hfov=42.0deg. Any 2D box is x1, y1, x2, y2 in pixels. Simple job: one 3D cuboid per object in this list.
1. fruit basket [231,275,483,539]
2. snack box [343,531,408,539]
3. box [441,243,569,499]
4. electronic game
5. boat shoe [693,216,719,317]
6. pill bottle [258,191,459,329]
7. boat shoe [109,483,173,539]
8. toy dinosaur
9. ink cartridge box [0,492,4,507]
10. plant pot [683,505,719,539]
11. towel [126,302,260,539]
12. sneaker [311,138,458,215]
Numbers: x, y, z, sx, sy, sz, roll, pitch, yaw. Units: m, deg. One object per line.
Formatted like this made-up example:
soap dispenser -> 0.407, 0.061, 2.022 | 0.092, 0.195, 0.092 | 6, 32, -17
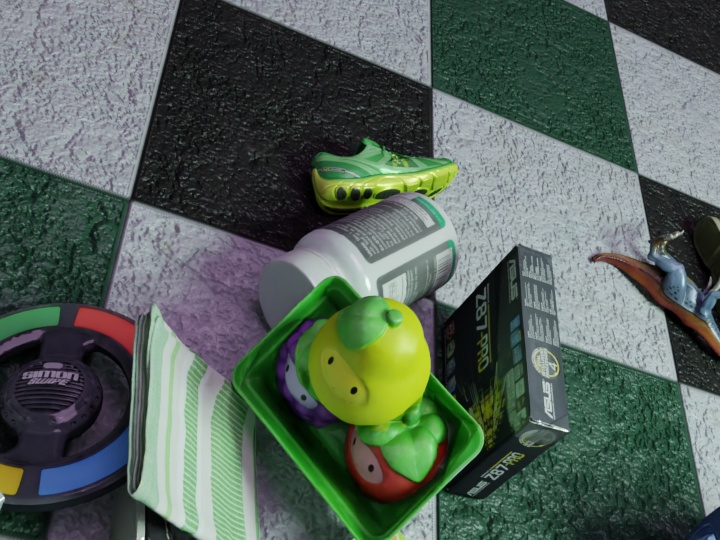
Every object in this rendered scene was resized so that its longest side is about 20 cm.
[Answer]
fruit basket -> -0.002, 0.102, 0.764 | 0.155, 0.216, 0.216 | -43, 83, -1
snack box -> 0.003, 0.317, 0.760 | 0.142, 0.053, 0.200 | 44, 46, 3
box -> 0.138, 0.101, 0.928 | 0.049, 0.161, 0.202 | 18, 51, -18
electronic game -> -0.244, 0.101, 0.740 | 0.197, 0.042, 0.201 | 5, 43, -4
boat shoe -> 0.526, 0.010, 1.291 | 0.068, 0.075, 0.202 | 9, 52, -18
pill bottle -> 0.000, 0.000, 0.951 | 0.199, 0.113, 0.114 | -26, 73, -42
boat shoe -> -0.152, 0.244, 0.706 | 0.060, 0.074, 0.202 | 7, 56, -28
toy dinosaur -> 0.426, 0.040, 1.231 | 0.105, 0.198, 0.184 | -11, 85, -74
ink cartridge box -> -0.350, 0.157, 0.568 | 0.199, 0.147, 0.146 | -30, 75, -41
plant pot -> 0.404, 0.334, 0.905 | 0.198, 0.180, 0.202 | 5, 56, -28
towel -> -0.126, 0.136, 0.745 | 0.023, 0.200, 0.154 | -13, 56, 11
sneaker -> 0.032, -0.118, 1.084 | 0.198, 0.074, 0.084 | -7, 65, -35
